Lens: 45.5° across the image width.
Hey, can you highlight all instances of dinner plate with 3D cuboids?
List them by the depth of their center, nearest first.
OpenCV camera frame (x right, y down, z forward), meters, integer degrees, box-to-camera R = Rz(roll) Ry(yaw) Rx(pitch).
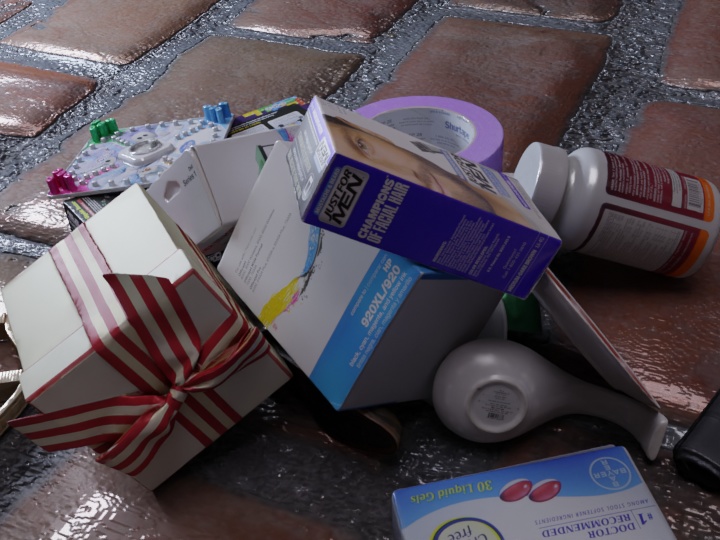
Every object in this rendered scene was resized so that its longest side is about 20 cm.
[{"bbox_3d":[0.191,0.046,0.758,0.024,0.200,0.200,-41,39,11],"label":"dinner plate"}]

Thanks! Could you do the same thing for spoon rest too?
[{"bbox_3d":[0.161,0.117,0.752,0.199,0.100,0.061,13,18,-1],"label":"spoon rest"}]

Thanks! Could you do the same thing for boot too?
[{"bbox_3d":[-0.019,0.091,0.799,0.200,0.075,0.097,26,50,35],"label":"boot"}]

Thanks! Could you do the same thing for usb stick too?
[{"bbox_3d":[0.344,0.120,0.764,0.055,0.033,0.200,27,47,34],"label":"usb stick"}]

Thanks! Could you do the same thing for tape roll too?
[{"bbox_3d":[0.069,-0.136,1.019,0.199,0.066,0.200,-2,36,1],"label":"tape roll"}]

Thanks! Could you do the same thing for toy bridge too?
[{"bbox_3d":[-0.356,0.114,0.836,0.067,0.027,0.200,-7,39,-6],"label":"toy bridge"}]

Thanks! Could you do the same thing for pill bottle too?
[{"bbox_3d":[0.264,-0.066,0.904,0.199,0.110,0.110,14,38,-7],"label":"pill bottle"}]

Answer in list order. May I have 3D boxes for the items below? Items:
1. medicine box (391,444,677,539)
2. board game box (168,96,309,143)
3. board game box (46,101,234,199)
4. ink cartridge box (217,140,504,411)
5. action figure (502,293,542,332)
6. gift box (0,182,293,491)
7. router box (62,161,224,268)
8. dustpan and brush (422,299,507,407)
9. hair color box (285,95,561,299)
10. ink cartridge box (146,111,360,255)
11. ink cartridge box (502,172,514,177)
[{"bbox_3d":[0.129,0.239,0.576,0.181,0.103,0.200,-9,38,-7],"label":"medicine box"},{"bbox_3d":[-0.124,-0.147,1.125,0.199,0.057,0.165,-25,45,-24],"label":"board game box"},{"bbox_3d":[-0.272,-0.156,1.081,0.199,0.026,0.200,-6,31,6],"label":"board game box"},{"bbox_3d":[0.000,0.000,0.767,0.147,0.145,0.200,1,36,-49],"label":"ink cartridge box"},{"bbox_3d":[0.086,0.013,0.888,0.199,0.055,0.119,-5,73,20],"label":"action figure"},{"bbox_3d":[-0.195,0.058,0.732,0.184,0.200,0.187,-43,44,0],"label":"gift box"},{"bbox_3d":[-0.233,-0.044,0.998,0.149,0.062,0.200,-27,44,-28],"label":"router box"},{"bbox_3d":[0.100,0.027,0.831,0.139,0.201,0.057,28,8,35],"label":"dustpan and brush"},{"bbox_3d":[0.047,-0.057,0.673,0.199,0.065,0.109,17,27,-22],"label":"hair color box"},{"bbox_3d":[-0.099,-0.084,0.885,0.199,0.084,0.145,-19,-4,-35],"label":"ink cartridge box"},{"bbox_3d":[0.118,-0.056,0.997,0.199,0.045,0.177,4,38,11],"label":"ink cartridge box"}]
